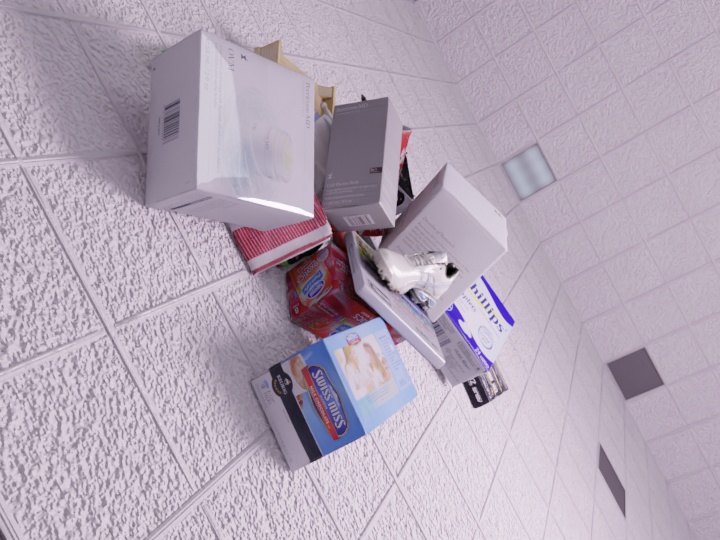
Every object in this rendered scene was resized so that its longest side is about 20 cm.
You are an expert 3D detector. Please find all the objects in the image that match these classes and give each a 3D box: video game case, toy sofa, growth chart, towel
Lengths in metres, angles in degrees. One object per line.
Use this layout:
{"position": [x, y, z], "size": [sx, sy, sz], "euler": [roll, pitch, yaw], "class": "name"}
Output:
{"position": [0.052, 0.043, 1.105], "size": [0.200, 0.022, 0.183], "euler": [44, 17, -26], "class": "video game case"}
{"position": [-0.139, -0.355, 1.358], "size": [0.199, 0.096, 0.085], "euler": [26, 61, -54], "class": "toy sofa"}
{"position": [-0.084, -0.202, 1.148], "size": [0.200, 0.018, 0.147], "euler": [-43, 109, -42], "class": "growth chart"}
{"position": [-0.142, -0.113, 1.041], "size": [0.204, 0.142, 0.023], "euler": [64, -19, 4], "class": "towel"}

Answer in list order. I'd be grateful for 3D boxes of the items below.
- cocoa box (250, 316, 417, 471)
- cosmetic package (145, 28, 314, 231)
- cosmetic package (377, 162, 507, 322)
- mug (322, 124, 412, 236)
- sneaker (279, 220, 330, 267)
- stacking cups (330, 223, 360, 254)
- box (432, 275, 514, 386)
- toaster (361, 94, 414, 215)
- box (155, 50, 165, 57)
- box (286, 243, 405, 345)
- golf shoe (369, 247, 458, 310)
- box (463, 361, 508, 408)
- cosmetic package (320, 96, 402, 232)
{"position": [-0.029, 0.161, 0.955], "size": [0.136, 0.130, 0.199], "euler": [64, 24, 6], "class": "cocoa box"}
{"position": [-0.168, -0.175, 0.928], "size": [0.198, 0.121, 0.205], "euler": [10, 77, -48], "class": "cosmetic package"}
{"position": [0.150, -0.055, 1.289], "size": [0.166, 0.200, 0.168], "euler": [41, 23, -7], "class": "cosmetic package"}
{"position": [-0.004, -0.181, 1.307], "size": [0.134, 0.173, 0.205], "euler": [-86, -175, -71], "class": "mug"}
{"position": [-0.082, -0.065, 1.145], "size": [0.078, 0.083, 0.200], "euler": [56, 25, -11], "class": "sneaker"}
{"position": [0.000, 0.000, 1.218], "size": [0.061, 0.059, 0.203], "euler": [-74, 144, -58], "class": "stacking cups"}
{"position": [0.214, 0.105, 1.469], "size": [0.185, 0.104, 0.200], "euler": [53, 39, -7], "class": "box"}
{"position": [0.022, -0.231, 1.488], "size": [0.180, 0.117, 0.203], "euler": [42, 31, -39], "class": "toaster"}
{"position": [-0.220, -0.296, 1.108], "size": [0.143, 0.037, 0.200], "euler": [37, 22, 7], "class": "box"}
{"position": [-0.020, 0.058, 1.120], "size": [0.199, 0.098, 0.097], "euler": [37, 32, -44], "class": "box"}
{"position": [0.089, -0.008, 1.107], "size": [0.199, 0.097, 0.079], "euler": [26, 29, -56], "class": "golf shoe"}
{"position": [0.265, 0.204, 1.604], "size": [0.160, 0.049, 0.204], "euler": [-5, 68, -62], "class": "box"}
{"position": [0.005, -0.172, 1.125], "size": [0.090, 0.104, 0.205], "euler": [47, 41, -59], "class": "cosmetic package"}
